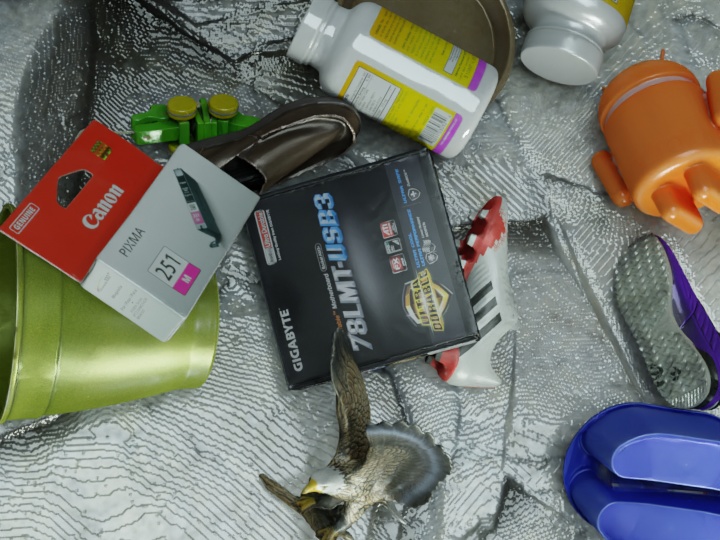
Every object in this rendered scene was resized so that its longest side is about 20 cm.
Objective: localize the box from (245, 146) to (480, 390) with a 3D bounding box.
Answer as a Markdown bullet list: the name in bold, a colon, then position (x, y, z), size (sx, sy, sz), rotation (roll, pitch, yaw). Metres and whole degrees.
- **box**: position (0.000, 0.000, 1.362), size (0.198, 0.050, 0.200), rotation (-15, 82, 5)

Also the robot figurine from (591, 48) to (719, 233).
- **robot figurine**: position (0.319, -0.138, 1.424), size (0.116, 0.144, 0.200), rotation (-7, 57, -16)

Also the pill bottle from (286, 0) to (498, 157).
- **pill bottle**: position (0.030, -0.201, 1.375), size (0.200, 0.104, 0.104), rotation (28, 76, -5)

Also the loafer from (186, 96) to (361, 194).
- **loafer**: position (-0.090, -0.107, 1.361), size (0.200, 0.073, 0.071), rotation (-22, 42, 4)

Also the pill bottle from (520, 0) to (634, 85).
- **pill bottle**: position (0.240, -0.305, 1.458), size (0.112, 0.112, 0.200), rotation (21, 77, -6)

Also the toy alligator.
- **toy alligator**: position (-0.189, -0.150, 1.382), size (0.200, 0.059, 0.054), rotation (-4, 41, -12)

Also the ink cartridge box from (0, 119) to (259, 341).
- **ink cartridge box**: position (-0.201, -0.052, 1.234), size (0.173, 0.044, 0.200), rotation (35, 38, -8)

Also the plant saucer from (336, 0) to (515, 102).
- **plant saucer**: position (0.066, -0.247, 1.458), size (0.200, 0.029, 0.200), rotation (2, 79, -10)

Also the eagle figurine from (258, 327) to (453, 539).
- **eagle figurine**: position (0.000, 0.174, 1.278), size (0.152, 0.151, 0.200), rotation (26, 113, -4)

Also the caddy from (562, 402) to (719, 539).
- **caddy**: position (0.307, 0.211, 1.383), size (0.200, 0.105, 0.142), rotation (10, 100, -9)

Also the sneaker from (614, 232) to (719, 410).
- **sneaker**: position (0.335, 0.059, 1.437), size (0.099, 0.070, 0.200), rotation (14, 53, -43)

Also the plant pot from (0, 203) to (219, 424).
- **plant pot**: position (-0.238, 0.044, 1.276), size (0.193, 0.200, 0.201), rotation (3, 79, -22)

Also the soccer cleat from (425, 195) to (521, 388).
- **soccer cleat**: position (0.130, 0.024, 1.404), size (0.085, 0.069, 0.200), rotation (18, 81, -12)
